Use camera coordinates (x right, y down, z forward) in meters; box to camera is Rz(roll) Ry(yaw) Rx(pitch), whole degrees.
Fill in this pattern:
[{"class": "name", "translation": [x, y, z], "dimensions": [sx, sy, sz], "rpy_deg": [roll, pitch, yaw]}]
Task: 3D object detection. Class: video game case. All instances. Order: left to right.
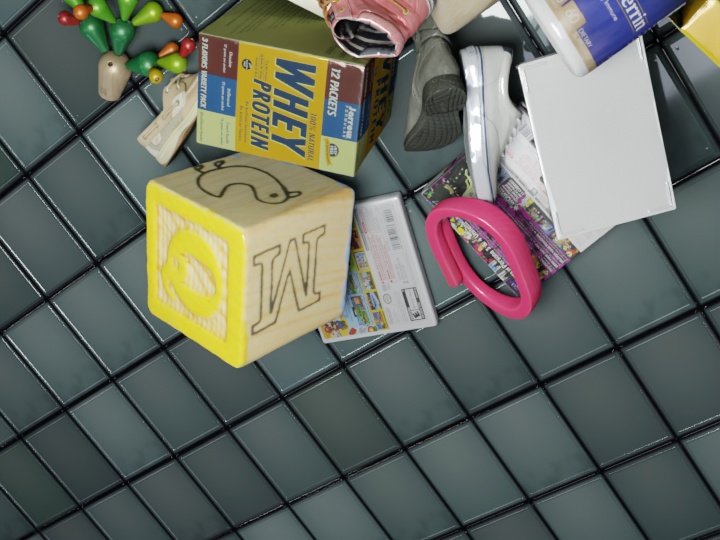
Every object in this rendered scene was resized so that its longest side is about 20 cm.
[{"class": "video game case", "translation": [0.000, 0.000, 1.415], "dimensions": [0.179, 0.023, 0.203], "rpy_deg": [-10, 113, 21]}, {"class": "video game case", "translation": [0.208, -0.088, 1.299], "dimensions": [0.200, 0.036, 0.181], "rpy_deg": [45, 119, -8]}]

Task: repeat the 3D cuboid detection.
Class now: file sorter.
[{"class": "file sorter", "translation": [0.266, -0.162, 1.170], "dimensions": [0.136, 0.125, 0.203], "rpy_deg": [-14, 104, 6]}]

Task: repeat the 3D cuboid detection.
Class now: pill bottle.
[{"class": "pill bottle", "translation": [0.272, -0.300, 1.017], "dimensions": [0.199, 0.116, 0.116], "rpy_deg": [-35, 103, 14]}]

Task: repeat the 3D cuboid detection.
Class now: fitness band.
[{"class": "fitness band", "translation": [0.160, -0.016, 1.296], "dimensions": [0.142, 0.038, 0.201], "rpy_deg": [13, 144, 41]}]

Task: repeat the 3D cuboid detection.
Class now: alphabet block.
[{"class": "alphabet block", "translation": [-0.145, -0.024, 1.309], "dimensions": [0.194, 0.199, 0.200], "rpy_deg": [24, 123, 34]}]

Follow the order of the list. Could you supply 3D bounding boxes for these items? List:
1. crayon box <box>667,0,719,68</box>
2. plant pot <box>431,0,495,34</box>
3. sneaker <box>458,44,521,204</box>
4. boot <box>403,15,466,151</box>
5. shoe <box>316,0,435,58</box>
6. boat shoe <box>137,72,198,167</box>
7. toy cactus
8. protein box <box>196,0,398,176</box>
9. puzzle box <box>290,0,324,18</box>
[{"class": "crayon box", "translation": [0.414, -0.252, 1.103], "dimensions": [0.199, 0.127, 0.051], "rpy_deg": [40, 120, -7]}, {"class": "plant pot", "translation": [0.142, -0.387, 1.042], "dimensions": [0.198, 0.177, 0.201], "rpy_deg": [-34, 105, -3]}, {"class": "sneaker", "translation": [0.161, -0.173, 1.211], "dimensions": [0.069, 0.073, 0.203], "rpy_deg": [-7, 120, 1]}, {"class": "boot", "translation": [0.087, -0.237, 1.235], "dimensions": [0.066, 0.200, 0.133], "rpy_deg": [-6, 73, -9]}, {"class": "shoe", "translation": [-0.022, -0.301, 1.102], "dimensions": [0.198, 0.092, 0.072], "rpy_deg": [24, 151, 18]}, {"class": "boat shoe", "translation": [-0.238, -0.228, 1.344], "dimensions": [0.065, 0.072, 0.200], "rpy_deg": [38, 126, -6]}, {"class": "toy cactus", "translation": [-0.319, -0.293, 1.329], "dimensions": [0.197, 0.103, 0.166], "rpy_deg": [24, 132, -3]}, {"class": "protein box", "translation": [-0.070, -0.232, 1.215], "dimensions": [0.196, 0.199, 0.137], "rpy_deg": [13, 121, 10]}, {"class": "puzzle box", "translation": [-0.052, -0.406, 1.147], "dimensions": [0.131, 0.026, 0.202], "rpy_deg": [24, 120, -11]}]
